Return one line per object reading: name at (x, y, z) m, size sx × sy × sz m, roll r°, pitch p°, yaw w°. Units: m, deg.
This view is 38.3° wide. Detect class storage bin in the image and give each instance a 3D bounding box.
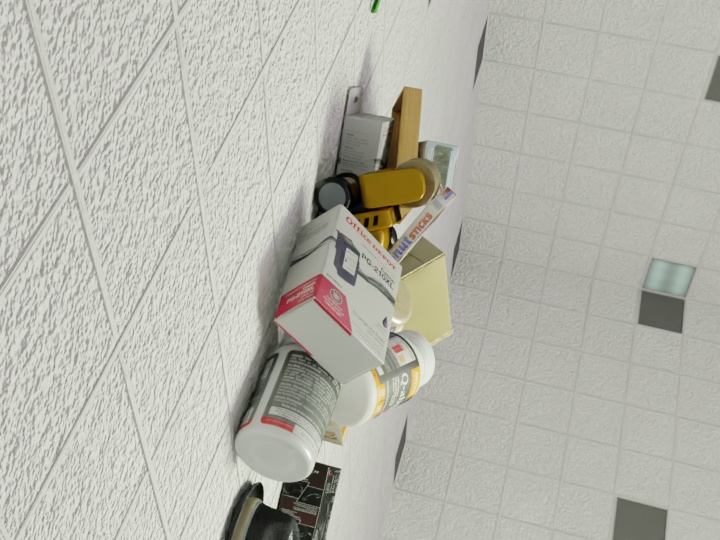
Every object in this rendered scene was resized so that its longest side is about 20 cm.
storage bin at (0.068, 0.064, 1.935) m, size 0.197 × 0.093 × 0.203 m, roll -28°, pitch 132°, yaw -23°

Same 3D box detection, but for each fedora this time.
fedora at (-0.139, 0.413, 1.492) m, size 0.200 × 0.090 × 0.205 m, roll 12°, pitch 90°, yaw -81°

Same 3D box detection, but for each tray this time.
tray at (0.069, -0.188, 1.709) m, size 0.099 × 0.036 × 0.204 m, roll 129°, pitch -32°, yaw -74°

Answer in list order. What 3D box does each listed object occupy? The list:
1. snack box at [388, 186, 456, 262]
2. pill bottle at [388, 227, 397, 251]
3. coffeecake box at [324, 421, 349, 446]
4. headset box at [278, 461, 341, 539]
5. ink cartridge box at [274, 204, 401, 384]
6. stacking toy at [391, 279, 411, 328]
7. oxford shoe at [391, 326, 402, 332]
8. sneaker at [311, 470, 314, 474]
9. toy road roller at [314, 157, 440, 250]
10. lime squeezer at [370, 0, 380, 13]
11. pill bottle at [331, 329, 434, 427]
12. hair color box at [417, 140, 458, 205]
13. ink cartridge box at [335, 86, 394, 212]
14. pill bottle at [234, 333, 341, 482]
snack box at (0.074, -0.047, 1.614) m, size 0.200 × 0.024 × 0.072 m, roll -51°, pitch 176°, yaw 38°
pill bottle at (0.000, 0.000, 1.753) m, size 0.201 × 0.110 × 0.113 m, roll -67°, pitch 166°, yaw -46°
coffeecake box at (-0.046, 0.192, 1.835) m, size 0.201 × 0.072 × 0.155 m, roll 87°, pitch 19°, yaw -56°
headset box at (-0.099, 0.436, 1.810) m, size 0.149 × 0.076 × 0.204 m, roll 54°, pitch 49°, yaw -77°
ink cartridge box at (-0.027, 0.030, 1.442) m, size 0.145 × 0.084 × 0.202 m, roll 45°, pitch 35°, yaw -25°
stacking toy at (-0.015, 0.075, 1.633) m, size 0.085 × 0.198 × 0.087 m, roll 25°, pitch 53°, yaw -38°
oxford shoe at (0.006, 0.154, 1.735) m, size 0.203 × 0.057 × 0.075 m, roll -64°, pitch -164°, yaw -9°
sneaker at (-0.086, 0.217, 1.597) m, size 0.071 × 0.078 × 0.204 m, roll -13°, pitch 114°, yaw -77°
toy road roller at (0.030, -0.084, 1.582) m, size 0.123 × 0.196 × 0.149 m, roll -39°, pitch 118°, yaw -75°
lime squeezer at (0.043, -0.516, 1.640) m, size 0.070 × 0.037 × 0.203 m, roll -22°, pitch 131°, yaw -40°
pill bottle at (0.027, 0.161, 1.611) m, size 0.199 × 0.115 × 0.119 m, roll -17°, pitch 122°, yaw -52°
hair color box at (0.101, -0.164, 1.774) m, size 0.200 × 0.059 × 0.101 m, roll -165°, pitch -96°, yaw -76°
ink cartridge box at (0.007, -0.192, 1.690) m, size 0.116 × 0.065 × 0.204 m, roll -45°, pitch 146°, yaw -74°
pill bottle at (-0.090, 0.177, 1.431) m, size 0.115 × 0.112 × 0.202 m, roll 92°, pitch 14°, yaw -47°
